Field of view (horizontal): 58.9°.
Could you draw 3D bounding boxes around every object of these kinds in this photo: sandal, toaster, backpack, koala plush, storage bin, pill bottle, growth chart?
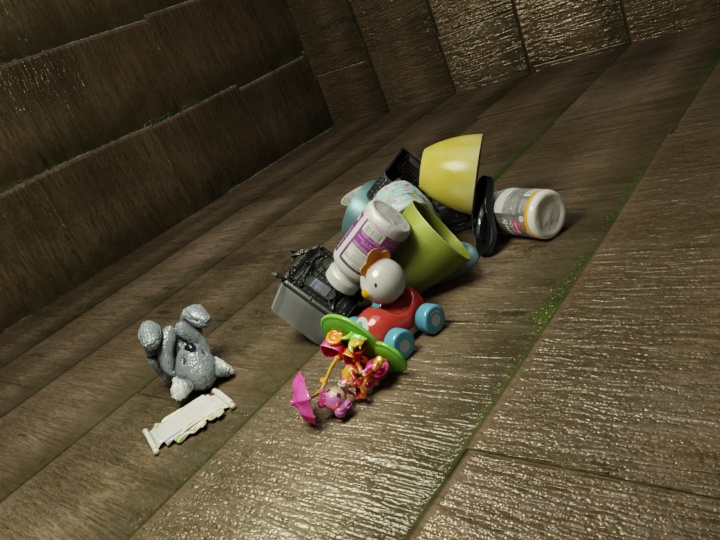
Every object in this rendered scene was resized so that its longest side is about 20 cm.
[{"bbox_3d":[0.293,-0.132,1.553,0.042,0.202,0.076,5,-14,-19],"label":"sandal"},{"bbox_3d":[0.242,-0.171,1.779,0.198,0.114,0.129,-20,17,15],"label":"toaster"},{"bbox_3d":[0.120,-0.134,1.594,0.167,0.200,0.127,-40,46,2],"label":"backpack"},{"bbox_3d":[-0.400,0.215,1.504,0.176,0.185,0.199,-23,38,-34],"label":"koala plush"},{"bbox_3d":[0.117,-0.234,1.764,0.094,0.135,0.200,-48,6,38],"label":"storage bin"},{"bbox_3d":[-0.096,0.051,1.483,0.181,0.199,0.119,-50,-7,-49],"label":"toaster"},{"bbox_3d":[0.011,-0.045,1.388,0.200,0.112,0.112,-52,9,25],"label":"pill bottle"},{"bbox_3d":[-0.369,0.320,1.366,0.199,0.018,0.145,-30,22,-16],"label":"growth chart"},{"bbox_3d":[0.387,-0.142,1.544,0.116,0.117,0.200,-32,21,-21],"label":"pill bottle"}]

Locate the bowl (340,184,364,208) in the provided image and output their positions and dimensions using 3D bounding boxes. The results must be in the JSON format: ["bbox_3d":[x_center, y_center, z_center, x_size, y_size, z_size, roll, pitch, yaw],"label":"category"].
[{"bbox_3d":[0.042,-0.227,2.147,0.199,0.095,0.201,-21,21,8],"label":"bowl"}]

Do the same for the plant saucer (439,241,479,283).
[{"bbox_3d":[0.197,-0.023,1.585,0.199,0.028,0.200,-21,21,9],"label":"plant saucer"}]

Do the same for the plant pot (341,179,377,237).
[{"bbox_3d":[0.059,-0.141,1.830,0.134,0.201,0.200,30,48,25],"label":"plant pot"}]

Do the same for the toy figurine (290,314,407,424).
[{"bbox_3d":[-0.040,0.208,1.190,0.199,0.151,0.185,20,56,27],"label":"toy figurine"}]

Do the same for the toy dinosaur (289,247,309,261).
[{"bbox_3d":[-0.131,-0.021,1.878,0.134,0.103,0.200,-6,4,3],"label":"toy dinosaur"}]

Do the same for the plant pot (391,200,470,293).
[{"bbox_3d":[0.117,-0.024,1.463,0.200,0.187,0.187,-45,15,16],"label":"plant pot"}]

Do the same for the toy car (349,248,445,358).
[{"bbox_3d":[0.041,0.054,1.315,0.176,0.201,0.184,-34,23,-28],"label":"toy car"}]

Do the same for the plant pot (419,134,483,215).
[{"bbox_3d":[0.225,-0.248,1.607,0.141,0.202,0.200,8,29,11],"label":"plant pot"}]
